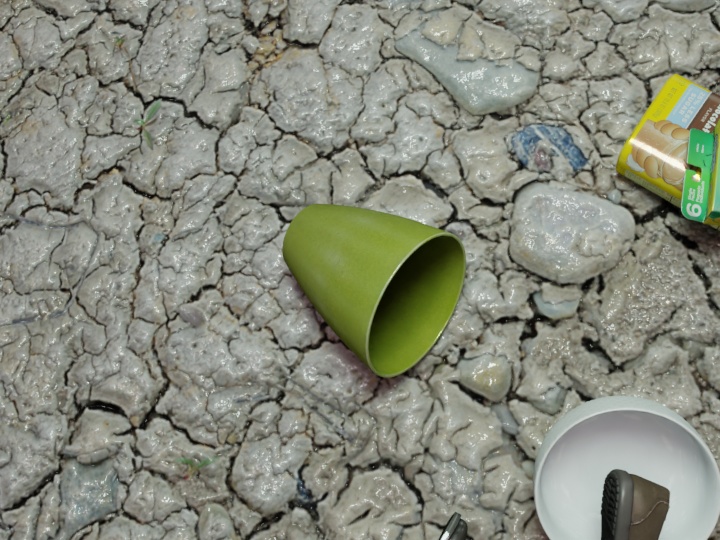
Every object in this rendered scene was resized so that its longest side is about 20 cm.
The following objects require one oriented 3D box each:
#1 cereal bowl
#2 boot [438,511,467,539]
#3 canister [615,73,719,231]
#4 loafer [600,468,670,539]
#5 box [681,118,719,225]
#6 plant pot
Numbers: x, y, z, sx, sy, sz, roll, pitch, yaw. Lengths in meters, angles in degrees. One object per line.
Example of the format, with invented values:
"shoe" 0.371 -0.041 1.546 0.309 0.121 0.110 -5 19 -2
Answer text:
"cereal bowl" 0.287 0.229 0.842 0.195 0.083 0.205 2 104 7
"boot" 0.152 0.393 0.854 0.170 0.069 0.205 12 84 12
"canister" 0.437 -0.135 0.937 0.198 0.087 0.150 35 83 20
"loafer" 0.283 0.306 0.781 0.069 0.073 0.205 3 107 4
"box" 0.468 -0.103 0.849 0.195 0.048 0.120 8 77 15
"plant pot" 0.000 0.000 0.951 0.198 0.187 0.189 31 81 33
